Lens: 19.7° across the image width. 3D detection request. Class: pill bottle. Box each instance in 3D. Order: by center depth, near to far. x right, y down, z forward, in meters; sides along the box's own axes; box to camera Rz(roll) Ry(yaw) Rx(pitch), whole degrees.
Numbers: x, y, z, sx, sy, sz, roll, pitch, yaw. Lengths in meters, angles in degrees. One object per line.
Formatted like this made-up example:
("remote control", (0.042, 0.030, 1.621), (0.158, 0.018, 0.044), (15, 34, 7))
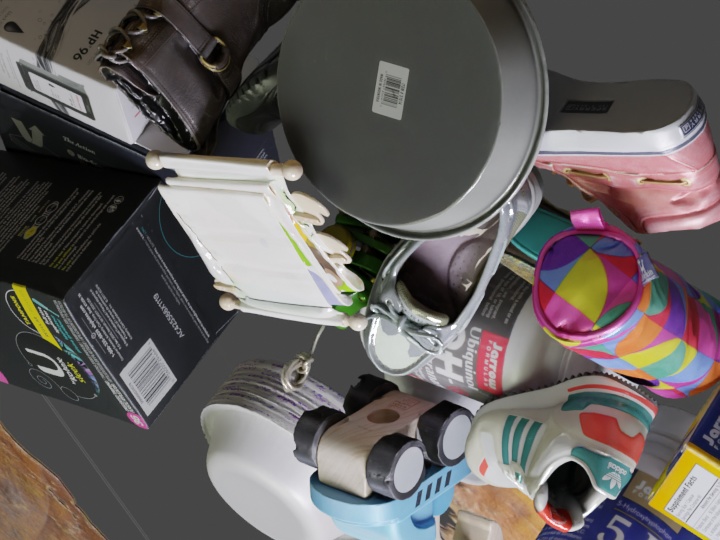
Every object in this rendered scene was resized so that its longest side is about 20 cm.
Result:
("pill bottle", (0.107, 0.046, 1.541), (0.199, 0.111, 0.111), (19, 148, 32))
("pill bottle", (0.203, 0.205, 1.575), (0.119, 0.200, 0.120), (28, 153, 16))

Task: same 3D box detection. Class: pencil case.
("pencil case", (0.184, 0.027, 1.377), (0.088, 0.089, 0.200), (20, 174, 31))

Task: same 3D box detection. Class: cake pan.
("cake pan", (0.026, -0.117, 1.333), (0.199, 0.037, 0.202), (7, 102, 33))

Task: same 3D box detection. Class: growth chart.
("growth chart", (-0.065, -0.018, 1.419), (0.144, 0.018, 0.200), (11, 149, 26))

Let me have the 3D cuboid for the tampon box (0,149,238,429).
("tampon box", (-0.227, 0.011, 1.616), (0.199, 0.126, 0.150), (12, 143, 40))

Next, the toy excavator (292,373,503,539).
("toy excavator", (0.040, 0.185, 1.636), (0.099, 0.194, 0.201), (17, 119, 35))

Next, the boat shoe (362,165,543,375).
("boat shoe", (0.055, 0.003, 1.433), (0.074, 0.065, 0.202), (38, 126, 1))

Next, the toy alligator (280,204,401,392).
("toy alligator", (0.000, 0.000, 1.512), (0.054, 0.201, 0.059), (12, 166, 35))

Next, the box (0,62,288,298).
("box", (-0.173, -0.093, 1.656), (0.196, 0.118, 0.200), (25, 152, 23))

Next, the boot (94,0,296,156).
("boot", (-0.117, -0.194, 1.360), (0.069, 0.174, 0.200), (2, 138, 50))

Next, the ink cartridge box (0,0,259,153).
("ink cartridge box", (-0.188, -0.173, 1.548), (0.199, 0.116, 0.068), (25, 153, 22))

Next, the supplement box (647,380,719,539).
("supplement box", (0.321, 0.156, 1.454), (0.199, 0.110, 0.109), (33, 153, 8))

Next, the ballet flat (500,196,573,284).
("ballet flat", (0.101, -0.036, 1.475), (0.199, 0.071, 0.071), (33, 153, 8))

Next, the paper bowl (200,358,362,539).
("paper bowl", (-0.067, 0.187, 1.990), (0.200, 0.105, 0.201), (30, 154, 17))

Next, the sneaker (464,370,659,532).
("sneaker", (0.127, 0.138, 1.453), (0.070, 0.094, 0.199), (31, 151, -21))

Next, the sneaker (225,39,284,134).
("sneaker", (-0.033, -0.129, 1.475), (0.082, 0.073, 0.200), (43, 153, -8))

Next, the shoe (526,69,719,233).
("shoe", (0.144, -0.074, 1.346), (0.199, 0.072, 0.091), (7, 137, 40))

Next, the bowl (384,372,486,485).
("bowl", (0.092, 0.110, 1.685), (0.200, 0.091, 0.201), (29, 153, 16))
